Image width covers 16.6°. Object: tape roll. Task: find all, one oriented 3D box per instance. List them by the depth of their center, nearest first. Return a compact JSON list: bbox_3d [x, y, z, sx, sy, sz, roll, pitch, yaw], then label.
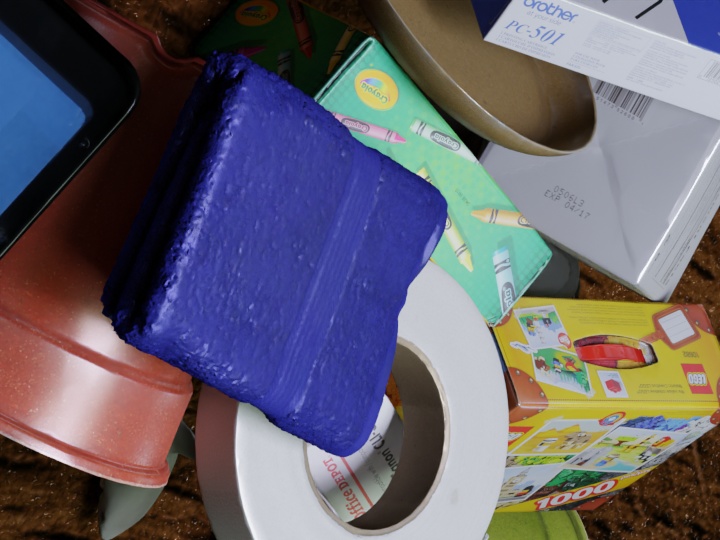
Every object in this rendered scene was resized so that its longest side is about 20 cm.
[{"bbox_3d":[-0.001,0.087,1.321,0.202,0.037,0.205,-1,91,-43],"label":"tape roll"}]

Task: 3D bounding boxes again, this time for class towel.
[{"bbox_3d":[-0.040,-0.005,1.198,0.200,0.049,0.149,33,73,-54],"label":"towel"}]

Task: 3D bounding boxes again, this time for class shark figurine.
[{"bbox_3d":[-0.132,0.083,1.431,0.128,0.089,0.215,-45,147,-8],"label":"shark figurine"}]

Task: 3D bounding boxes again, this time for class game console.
[{"bbox_3d":[-0.233,-0.079,1.121,0.200,0.116,0.176,-48,139,-2],"label":"game console"}]

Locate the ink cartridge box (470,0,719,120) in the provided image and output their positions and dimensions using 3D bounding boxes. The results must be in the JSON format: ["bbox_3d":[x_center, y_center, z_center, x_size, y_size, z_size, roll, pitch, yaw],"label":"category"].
[{"bbox_3d":[0.150,-0.144,1.367,0.199,0.094,0.044,16,130,-28],"label":"ink cartridge box"}]

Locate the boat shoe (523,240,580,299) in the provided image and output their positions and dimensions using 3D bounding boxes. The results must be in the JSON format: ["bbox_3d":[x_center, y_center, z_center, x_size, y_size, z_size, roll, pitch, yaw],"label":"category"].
[{"bbox_3d":[0.059,0.053,1.623,0.201,0.072,0.060,-33,157,-8],"label":"boat shoe"}]

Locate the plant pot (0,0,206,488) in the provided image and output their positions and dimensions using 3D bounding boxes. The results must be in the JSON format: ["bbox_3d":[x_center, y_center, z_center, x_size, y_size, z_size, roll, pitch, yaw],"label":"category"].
[{"bbox_3d":[-0.139,-0.026,1.241,0.200,0.200,0.196,23,97,-54],"label":"plant pot"}]

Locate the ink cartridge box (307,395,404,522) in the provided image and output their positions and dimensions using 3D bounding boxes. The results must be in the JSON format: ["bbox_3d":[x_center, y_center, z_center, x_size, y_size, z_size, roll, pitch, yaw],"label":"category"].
[{"bbox_3d":[-0.024,0.078,1.436,0.067,0.200,0.117,-34,144,-3],"label":"ink cartridge box"}]

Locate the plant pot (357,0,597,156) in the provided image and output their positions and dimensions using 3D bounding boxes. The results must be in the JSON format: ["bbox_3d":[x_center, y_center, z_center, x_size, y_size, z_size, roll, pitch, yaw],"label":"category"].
[{"bbox_3d":[0.053,-0.139,1.341,0.027,0.201,0.199,-38,152,27],"label":"plant pot"}]

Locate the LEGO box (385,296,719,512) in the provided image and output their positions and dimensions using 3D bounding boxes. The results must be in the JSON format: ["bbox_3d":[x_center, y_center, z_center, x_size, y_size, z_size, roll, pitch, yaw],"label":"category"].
[{"bbox_3d":[0.111,0.085,1.528,0.199,0.078,0.149,3,148,-41],"label":"LEGO box"}]

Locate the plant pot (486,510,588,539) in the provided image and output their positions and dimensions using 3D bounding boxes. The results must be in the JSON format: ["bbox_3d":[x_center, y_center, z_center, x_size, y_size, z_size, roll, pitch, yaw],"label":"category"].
[{"bbox_3d":[0.019,0.199,1.635,0.192,0.200,0.201,27,102,-43],"label":"plant pot"}]

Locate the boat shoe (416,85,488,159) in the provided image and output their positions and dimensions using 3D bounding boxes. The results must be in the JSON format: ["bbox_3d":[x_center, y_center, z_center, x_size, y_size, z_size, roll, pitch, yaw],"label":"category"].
[{"bbox_3d":[0.064,-0.100,1.499,0.076,0.071,0.201,-42,157,-31],"label":"boat shoe"}]

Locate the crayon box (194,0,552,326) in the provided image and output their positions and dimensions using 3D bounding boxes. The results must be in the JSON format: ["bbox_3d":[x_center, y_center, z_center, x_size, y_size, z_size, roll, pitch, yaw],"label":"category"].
[{"bbox_3d":[0.009,-0.063,1.370,0.058,0.119,0.200,-49,129,-8],"label":"crayon box"}]

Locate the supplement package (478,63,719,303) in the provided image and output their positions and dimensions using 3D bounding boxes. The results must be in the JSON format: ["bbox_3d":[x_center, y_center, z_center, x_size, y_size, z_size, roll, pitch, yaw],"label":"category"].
[{"bbox_3d":[0.156,-0.063,1.509,0.120,0.121,0.200,-60,169,2],"label":"supplement package"}]
